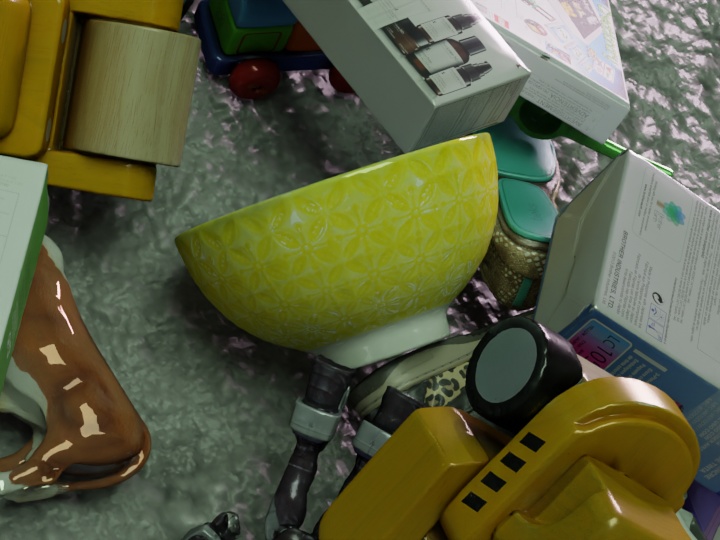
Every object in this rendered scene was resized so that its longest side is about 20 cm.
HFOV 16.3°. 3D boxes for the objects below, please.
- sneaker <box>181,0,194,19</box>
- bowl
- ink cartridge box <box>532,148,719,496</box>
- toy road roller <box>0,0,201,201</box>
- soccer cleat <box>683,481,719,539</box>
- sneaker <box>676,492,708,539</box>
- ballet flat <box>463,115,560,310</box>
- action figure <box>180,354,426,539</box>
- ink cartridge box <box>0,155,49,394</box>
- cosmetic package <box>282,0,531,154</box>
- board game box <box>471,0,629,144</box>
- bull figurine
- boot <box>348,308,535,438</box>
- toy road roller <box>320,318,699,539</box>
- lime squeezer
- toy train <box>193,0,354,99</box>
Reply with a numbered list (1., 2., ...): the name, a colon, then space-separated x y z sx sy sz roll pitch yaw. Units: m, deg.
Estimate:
1. sneaker: -0.175 -0.166 1.581 0.108 0.067 0.202 34 58 -2
2. bowl: 0.000 0.000 1.491 0.200 0.200 0.108 -19 89 -29
3. ink cartridge box: 0.201 0.044 1.454 0.200 0.076 0.137 31 45 -14
4. toy road roller: -0.199 -0.114 1.444 0.199 0.146 0.123 9 91 2
5. soccer cleat: 0.207 0.174 1.530 0.076 0.067 0.201 9 56 -21
6. sneaker: 0.153 0.156 1.442 0.088 0.074 0.200 -1 64 -50
7. ballet flat: 0.092 -0.037 1.599 0.070 0.065 0.200 15 27 -6
8. action figure: -0.032 0.153 1.425 0.130 0.069 0.200 26 84 4
9. ink cartridge box: -0.242 0.028 1.381 0.103 0.059 0.200 11 58 -1
10. cosmetic package: 0.008 -0.166 1.510 0.082 0.051 0.200 -21 63 -39
11. board game box: 0.109 -0.168 1.642 0.126 0.035 0.200 30 25 -15
12. bull figurine: -0.201 0.045 1.450 0.121 0.065 0.200 -25 66 -23
13. boot: 0.103 0.106 1.524 0.200 0.073 0.151 -14 72 -36
14. toy road roller: 0.090 0.137 1.320 0.123 0.200 0.146 31 20 -37
15. lime squeezer: 0.114 -0.113 1.643 0.200 0.038 0.071 45 23 29
16. toy train: 0.003 -0.178 1.625 0.199 0.116 0.085 -5 63 -23
